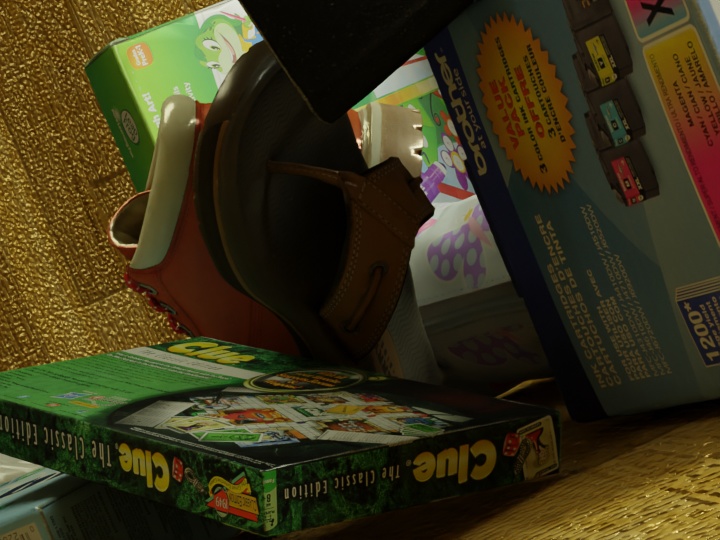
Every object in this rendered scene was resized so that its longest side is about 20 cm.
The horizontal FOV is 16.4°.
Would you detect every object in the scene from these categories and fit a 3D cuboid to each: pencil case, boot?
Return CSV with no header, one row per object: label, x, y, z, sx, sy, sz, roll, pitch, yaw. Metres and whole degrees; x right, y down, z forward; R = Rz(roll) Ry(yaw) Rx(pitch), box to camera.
pencil case,0.076,-0.002,0.941,0.090,0.084,0.200,-10,-6,-32
boot,-0.048,0.005,0.966,0.106,0.075,0.201,6,-42,-10

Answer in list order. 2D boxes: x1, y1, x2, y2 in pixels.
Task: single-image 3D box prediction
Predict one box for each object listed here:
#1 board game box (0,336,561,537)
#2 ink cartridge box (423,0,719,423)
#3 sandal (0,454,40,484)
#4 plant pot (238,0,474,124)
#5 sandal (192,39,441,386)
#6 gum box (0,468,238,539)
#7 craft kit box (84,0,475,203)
board game box,-0.040,0.047,0.767,0.104,0.024,0.199,-11,11,-33
ink cartridge box,0.094,-0.034,0.731,0.076,0.137,0.200,-22,0,-20
sandal,-0.146,0.113,1.287,0.082,0.050,0.202,-2,3,43
plant pot,0.012,-0.188,0.781,0.177,0.201,0.200,-31,10,9
sandal,0.000,0.000,0.846,0.054,0.201,0.082,5,48,28
gum box,-0.126,0.103,0.884,0.169,0.045,0.200,-23,1,24
craft kit box,0.006,-0.036,1.108,0.196,0.201,0.048,-23,0,-28
